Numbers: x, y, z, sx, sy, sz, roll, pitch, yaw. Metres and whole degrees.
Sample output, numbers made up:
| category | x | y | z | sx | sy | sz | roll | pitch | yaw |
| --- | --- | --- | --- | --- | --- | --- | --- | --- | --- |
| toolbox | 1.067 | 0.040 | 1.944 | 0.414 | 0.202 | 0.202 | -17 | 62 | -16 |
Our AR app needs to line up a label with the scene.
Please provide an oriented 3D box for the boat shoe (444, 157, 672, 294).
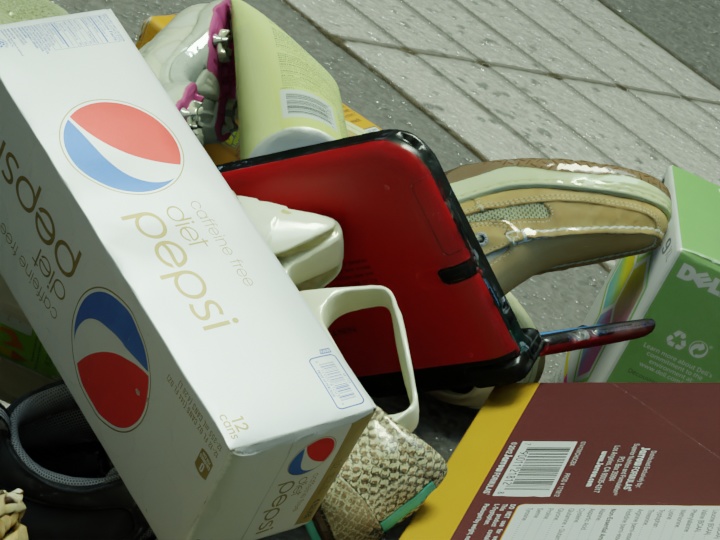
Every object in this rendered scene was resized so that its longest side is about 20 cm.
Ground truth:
| category | x | y | z | sx | sy | sz | roll | pitch | yaw |
| --- | --- | --- | --- | --- | --- | --- | --- | --- | --- |
| boat shoe | 0.051 | -0.006 | 1.090 | 0.198 | 0.072 | 0.077 | -3 | 66 | 7 |

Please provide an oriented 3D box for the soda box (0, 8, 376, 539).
| category | x | y | z | sx | sy | sz | roll | pitch | yaw |
| --- | --- | --- | --- | --- | --- | --- | --- | --- | --- |
| soda box | -0.078 | 0.001 | 0.806 | 0.063 | 0.068 | 0.200 | -12 | 56 | -36 |

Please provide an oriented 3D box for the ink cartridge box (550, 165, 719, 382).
| category | x | y | z | sx | sy | sz | roll | pitch | yaw |
| --- | --- | --- | --- | --- | --- | --- | --- | --- | --- |
| ink cartridge box | 0.159 | 0.016 | 1.129 | 0.059 | 0.201 | 0.104 | 24 | 25 | -6 |

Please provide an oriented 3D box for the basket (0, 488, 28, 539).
| category | x | y | z | sx | sy | sz | roll | pitch | yaw |
| --- | --- | --- | --- | --- | --- | --- | --- | --- | --- |
| basket | -0.184 | 0.172 | 0.688 | 0.142 | 0.150 | 0.200 | -3 | 20 | 17 |

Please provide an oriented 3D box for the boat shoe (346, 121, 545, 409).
| category | x | y | z | sx | sy | sz | roll | pitch | yaw |
| --- | --- | --- | --- | --- | --- | --- | --- | --- | --- |
| boat shoe | 0.011 | -0.008 | 1.160 | 0.200 | 0.074 | 0.066 | 44 | 21 | 17 |

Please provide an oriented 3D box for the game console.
| category | x | y | z | sx | sy | sz | roll | pitch | yaw |
| --- | --- | --- | --- | --- | --- | --- | --- | --- | --- |
| game console | 0.000 | 0.000 | 1.005 | 0.119 | 0.199 | 0.173 | -52 | 123 | -45 |

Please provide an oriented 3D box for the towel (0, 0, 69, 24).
| category | x | y | z | sx | sy | sz | roll | pitch | yaw |
| --- | --- | --- | --- | --- | --- | --- | --- | --- | --- |
| towel | -0.195 | -0.106 | 1.221 | 0.148 | 0.037 | 0.200 | 5 | 33 | -36 |

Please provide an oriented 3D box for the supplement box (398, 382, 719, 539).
| category | x | y | z | sx | sy | sz | roll | pitch | yaw |
| --- | --- | --- | --- | --- | --- | --- | --- | --- | --- |
| supplement box | 0.131 | 0.139 | 0.858 | 0.199 | 0.134 | 0.197 | -1 | 19 | 19 |

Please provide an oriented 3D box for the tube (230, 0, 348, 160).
| category | x | y | z | sx | sy | sz | roll | pitch | yaw |
| --- | --- | --- | --- | --- | --- | --- | --- | --- | --- |
| tube | -0.033 | -0.077 | 1.083 | 0.052 | 0.058 | 0.200 | -5 | 25 | -2 |

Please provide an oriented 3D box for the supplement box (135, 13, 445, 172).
| category | x | y | z | sx | sy | sz | roll | pitch | yaw |
| --- | --- | --- | --- | --- | --- | --- | --- | --- | --- |
| supplement box | -0.041 | -0.067 | 1.256 | 0.199 | 0.067 | 0.069 | 35 | 27 | 16 |

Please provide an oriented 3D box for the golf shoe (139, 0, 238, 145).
| category | x | y | z | sx | sy | sz | roll | pitch | yaw |
| --- | --- | --- | --- | --- | --- | --- | --- | --- | --- |
| golf shoe | -0.110 | -0.088 | 1.141 | 0.091 | 0.076 | 0.200 | 3 | 26 | 10 |

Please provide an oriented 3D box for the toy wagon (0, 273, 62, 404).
| category | x | y | z | sx | sy | sz | roll | pitch | yaw |
| --- | --- | --- | --- | --- | --- | --- | --- | --- | --- |
| toy wagon | -0.121 | 0.034 | 0.912 | 0.199 | 0.155 | 0.040 | 25 | 68 | -4 |

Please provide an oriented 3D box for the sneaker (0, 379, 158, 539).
| category | x | y | z | sx | sy | sz | roll | pitch | yaw |
| --- | --- | --- | --- | --- | --- | --- | --- | --- | --- |
| sneaker | -0.071 | 0.104 | 0.850 | 0.199 | 0.114 | 0.076 | 15 | 34 | -20 |

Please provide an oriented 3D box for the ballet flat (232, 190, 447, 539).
| category | x | y | z | sx | sy | sz | roll | pitch | yaw |
| --- | --- | --- | --- | --- | --- | --- | --- | --- | --- |
| ballet flat | -0.024 | 0.022 | 0.887 | 0.200 | 0.075 | 0.068 | 56 | -6 | 37 |
